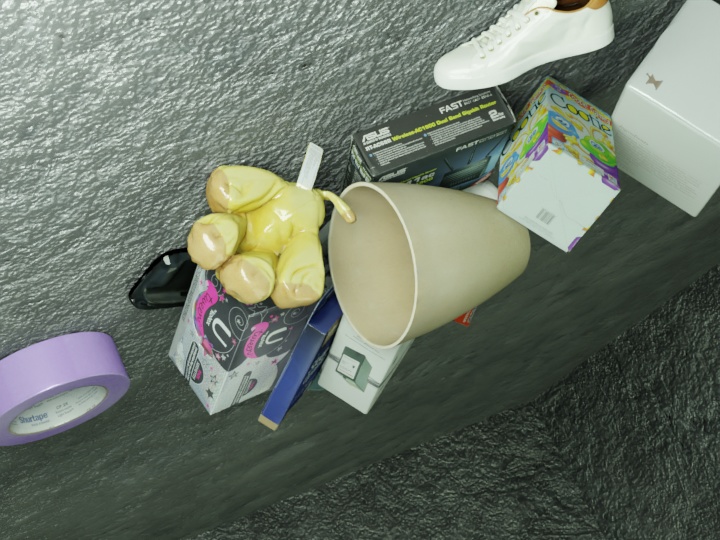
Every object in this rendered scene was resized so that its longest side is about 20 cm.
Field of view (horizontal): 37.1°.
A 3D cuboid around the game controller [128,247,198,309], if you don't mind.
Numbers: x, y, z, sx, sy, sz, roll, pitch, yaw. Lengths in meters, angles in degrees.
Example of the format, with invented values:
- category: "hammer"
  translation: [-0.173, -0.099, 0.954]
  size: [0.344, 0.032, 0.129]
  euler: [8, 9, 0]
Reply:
- category: "game controller"
  translation: [-0.201, 0.007, 1.371]
  size: [0.199, 0.042, 0.105]
  euler: [-5, 137, -53]

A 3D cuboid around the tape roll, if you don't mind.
- category: "tape roll"
  translation: [-0.412, 0.159, 1.430]
  size: [0.199, 0.066, 0.200]
  euler: [-25, 163, -8]

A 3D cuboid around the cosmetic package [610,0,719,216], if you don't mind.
- category: "cosmetic package"
  translation: [0.429, -0.207, 1.377]
  size: [0.168, 0.166, 0.200]
  euler: [-52, 168, -14]

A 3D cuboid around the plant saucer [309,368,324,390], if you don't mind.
- category: "plant saucer"
  translation: [-0.133, 0.116, 1.608]
  size: [0.201, 0.199, 0.039]
  euler: [96, 18, -70]

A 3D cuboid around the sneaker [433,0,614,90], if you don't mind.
- category: "sneaker"
  translation: [0.166, -0.257, 1.134]
  size: [0.198, 0.073, 0.085]
  euler: [-20, 129, 0]

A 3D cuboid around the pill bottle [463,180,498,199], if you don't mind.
- category: "pill bottle"
  translation: [0.144, -0.059, 1.534]
  size: [0.116, 0.117, 0.200]
  euler: [-26, 171, -4]

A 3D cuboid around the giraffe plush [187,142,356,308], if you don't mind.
- category: "giraffe plush"
  translation: [-0.119, -0.035, 1.220]
  size: [0.201, 0.172, 0.162]
  euler: [-56, -168, -32]

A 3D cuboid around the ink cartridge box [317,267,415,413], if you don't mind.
- category: "ink cartridge box"
  translation: [0.029, 0.071, 1.393]
  size: [0.146, 0.084, 0.201]
  euler: [-54, 171, -35]

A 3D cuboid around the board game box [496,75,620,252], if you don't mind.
- category: "board game box"
  translation: [0.237, -0.133, 1.297]
  size: [0.103, 0.104, 0.201]
  euler: [-54, -168, 31]

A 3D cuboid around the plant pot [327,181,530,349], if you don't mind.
- category: "plant pot"
  translation: [0.092, -0.021, 1.251]
  size: [0.199, 0.189, 0.187]
  euler: [-11, 157, -31]

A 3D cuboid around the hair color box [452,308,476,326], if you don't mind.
- category: "hair color box"
  translation: [0.103, 0.026, 1.546]
  size: [0.064, 0.110, 0.200]
  euler: [-66, 163, 1]

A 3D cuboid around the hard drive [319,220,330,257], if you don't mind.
- category: "hard drive"
  translation: [-0.006, -0.054, 1.494]
  size: [0.131, 0.026, 0.200]
  euler: [-11, 156, -43]

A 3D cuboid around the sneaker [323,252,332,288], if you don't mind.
- category: "sneaker"
  translation: [0.000, 0.000, 1.486]
  size: [0.199, 0.078, 0.140]
  euler: [-23, 157, -54]

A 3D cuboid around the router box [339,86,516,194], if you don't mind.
- category: "router box"
  translation: [0.079, -0.137, 1.316]
  size: [0.199, 0.062, 0.150]
  euler: [-23, 161, -15]

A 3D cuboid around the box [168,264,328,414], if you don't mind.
- category: "box"
  translation: [-0.146, 0.067, 1.362]
  size: [0.131, 0.115, 0.201]
  euler: [-19, 147, -39]

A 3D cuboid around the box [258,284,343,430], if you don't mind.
- category: "box"
  translation: [-0.059, 0.097, 1.360]
  size: [0.201, 0.032, 0.121]
  euler: [-64, 172, 30]
